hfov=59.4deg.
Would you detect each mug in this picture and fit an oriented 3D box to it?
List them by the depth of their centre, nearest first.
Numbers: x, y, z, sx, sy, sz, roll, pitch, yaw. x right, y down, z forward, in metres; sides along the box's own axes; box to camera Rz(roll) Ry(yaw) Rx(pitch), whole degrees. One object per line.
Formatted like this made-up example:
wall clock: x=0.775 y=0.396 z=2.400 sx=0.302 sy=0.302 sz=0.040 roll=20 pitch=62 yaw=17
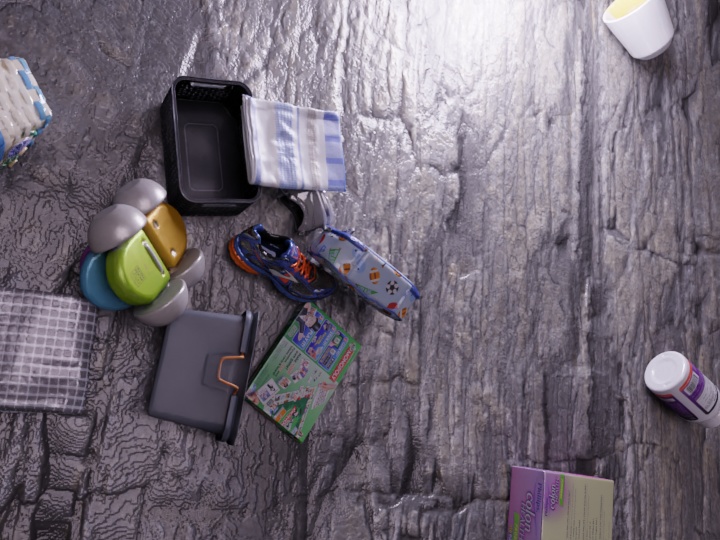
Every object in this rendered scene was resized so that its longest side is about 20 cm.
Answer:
mug: x=0.746 y=-0.651 z=1.648 sx=0.153 sy=0.149 sz=0.188 roll=46 pitch=69 yaw=-23

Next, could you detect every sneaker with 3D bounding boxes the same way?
sneaker: x=-0.123 y=-0.011 z=1.064 sx=0.198 sy=0.078 sz=0.076 roll=27 pitch=48 yaw=-23
sneaker: x=-0.119 y=-0.158 z=1.105 sx=0.081 sy=0.074 sz=0.203 roll=-32 pitch=98 yaw=-31

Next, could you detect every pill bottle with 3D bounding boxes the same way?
pill bottle: x=0.789 y=0.293 z=1.520 sx=0.199 sy=0.111 sz=0.113 roll=38 pitch=65 yaw=-19

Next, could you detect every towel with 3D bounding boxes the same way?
towel: x=-0.468 y=0.108 z=0.856 sx=0.196 sy=0.085 sz=0.169 roll=10 pitch=76 yaw=-28
towel: x=-0.108 y=-0.209 z=1.058 sx=0.197 sy=0.024 sz=0.150 roll=-1 pitch=82 yaw=-39

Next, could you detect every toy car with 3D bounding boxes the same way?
toy car: x=-0.331 y=-0.018 z=0.912 sx=0.201 sy=0.147 sz=0.177 roll=-84 pitch=153 yaw=-58

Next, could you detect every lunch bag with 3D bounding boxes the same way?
lunch bag: x=0.000 y=0.000 z=1.100 sx=0.199 sy=0.160 sz=0.076 roll=41 pitch=85 yaw=-23

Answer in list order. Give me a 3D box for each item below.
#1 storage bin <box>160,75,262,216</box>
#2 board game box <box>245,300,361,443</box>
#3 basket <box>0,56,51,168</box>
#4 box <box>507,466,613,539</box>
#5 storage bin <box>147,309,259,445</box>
storage bin: x=-0.246 y=-0.198 z=1.032 sx=0.133 sy=0.093 sz=0.205 roll=-3 pitch=82 yaw=-29
board game box: x=-0.099 y=0.170 z=1.086 sx=0.134 sy=0.029 sz=0.201 roll=43 pitch=64 yaw=-17
basket: x=-0.523 y=-0.195 z=0.826 sx=0.199 sy=0.175 sz=0.141 roll=-29 pitch=99 yaw=-41
box: x=0.400 y=0.498 z=1.264 sx=0.197 sy=0.096 sz=0.180 roll=15 pitch=74 yaw=-27
storage bin: x=-0.240 y=0.151 z=0.956 sx=0.132 sy=0.145 sz=0.204 roll=12 pitch=75 yaw=-16
